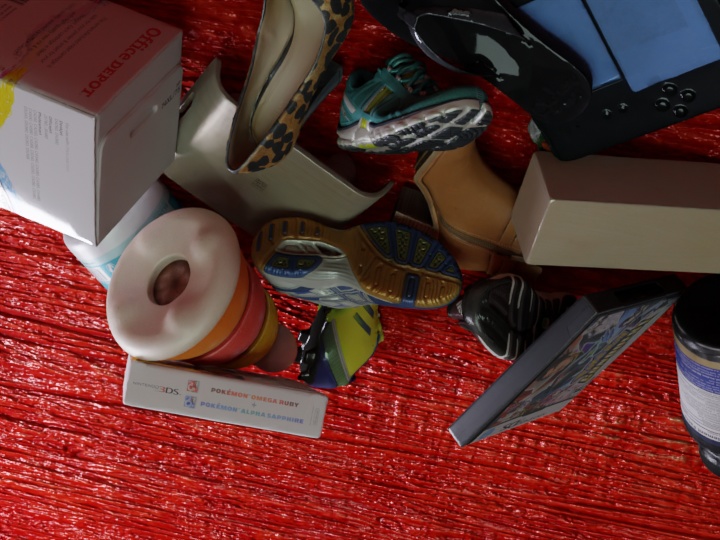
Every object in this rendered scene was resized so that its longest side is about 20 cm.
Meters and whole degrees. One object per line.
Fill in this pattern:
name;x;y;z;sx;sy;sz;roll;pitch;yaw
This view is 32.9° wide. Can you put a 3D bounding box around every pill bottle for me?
pill bottle;-0.193;0.001;1.212;0.110;0.111;0.200;-20;125;29
pill bottle;0.362;0.107;1.169;0.111;0.112;0.201;-4;131;17

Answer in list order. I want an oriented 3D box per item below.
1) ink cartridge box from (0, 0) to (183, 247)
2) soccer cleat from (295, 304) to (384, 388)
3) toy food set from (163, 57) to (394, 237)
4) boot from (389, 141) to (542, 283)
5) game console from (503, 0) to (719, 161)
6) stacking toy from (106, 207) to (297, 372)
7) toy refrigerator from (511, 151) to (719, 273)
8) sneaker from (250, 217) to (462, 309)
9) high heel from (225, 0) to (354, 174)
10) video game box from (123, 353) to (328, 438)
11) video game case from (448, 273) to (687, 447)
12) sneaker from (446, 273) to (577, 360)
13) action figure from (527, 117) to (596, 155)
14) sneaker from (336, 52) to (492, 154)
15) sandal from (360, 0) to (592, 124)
ink cartridge box;-0.274;-0.148;1.046;0.199;0.147;0.147;22;134;10
soccer cleat;-0.007;0.047;1.253;0.083;0.065;0.201;5;135;-23
toy food set;-0.085;-0.101;1.138;0.199;0.061;0.143;35;142;-16
boot;0.119;-0.071;1.098;0.154;0.074;0.200;18;144;-3
game console;0.186;-0.188;0.932;0.176;0.031;0.201;-21;119;26
stacking toy;-0.127;0.044;1.144;0.145;0.147;0.200;-15;148;26
toy refrigerator;0.238;-0.051;1.053;0.198;0.070;0.076;2;135;-13
sneaker;0.000;0.000;1.138;0.198;0.076;0.088;12;157;13
high heel;-0.069;-0.172;0.975;0.071;0.143;0.201;27;152;22
video game box;-0.136;0.116;1.172;0.181;0.047;0.200;14;176;-10
video game case;0.197;0.084;1.147;0.200;0.180;0.026;-50;65;32
sneaker;0.118;0.042;1.149;0.115;0.076;0.199;8;176;35
action figure;0.188;-0.152;1.017;0.117;0.055;0.201;17;135;3
sneaker;0.035;-0.138;0.997;0.077;0.080;0.200;2;-177;-30
sandal;0.091;-0.177;0.930;0.199;0.043;0.076;29;132;-7
